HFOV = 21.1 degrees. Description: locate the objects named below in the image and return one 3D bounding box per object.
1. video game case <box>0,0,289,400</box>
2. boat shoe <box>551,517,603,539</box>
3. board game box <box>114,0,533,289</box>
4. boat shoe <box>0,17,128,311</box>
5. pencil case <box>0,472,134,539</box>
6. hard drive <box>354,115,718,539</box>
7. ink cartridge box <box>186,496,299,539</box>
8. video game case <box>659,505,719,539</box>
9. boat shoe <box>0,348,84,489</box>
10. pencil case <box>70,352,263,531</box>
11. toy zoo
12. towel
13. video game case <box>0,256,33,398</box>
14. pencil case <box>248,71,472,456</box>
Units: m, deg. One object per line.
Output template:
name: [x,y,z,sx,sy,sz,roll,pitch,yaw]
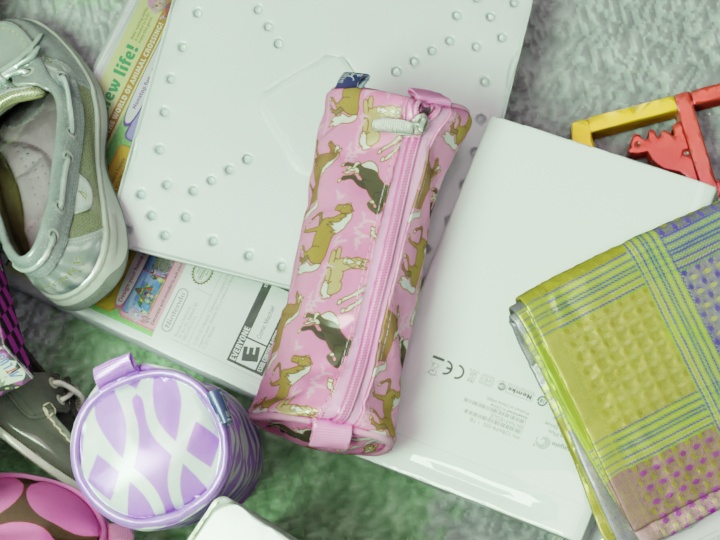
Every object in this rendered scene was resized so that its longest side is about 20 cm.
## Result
video game case: [-0.090,-0.048,1.123,0.182,0.022,0.200,24,82,8]
boat shoe: [0.149,0.086,1.052,0.070,0.071,0.200,35,94,28]
board game box: [-0.021,-0.085,1.099,0.200,0.026,0.200,14,81,5]
boat shoe: [-0.185,-0.070,1.086,0.074,0.065,0.202,-29,56,17]
pencil case: [-0.180,0.208,1.006,0.093,0.091,0.200,4,120,-20]
hard drive: [0.094,0.030,1.035,0.132,0.027,0.200,20,82,19]
ink cartridge box: [-0.022,0.192,0.976,0.144,0.200,0.084,33,82,10]
video game case: [0.249,0.199,0.990,0.182,0.023,0.200,-25,80,-3]
boat shoe: [-0.202,0.051,1.089,0.200,0.067,0.057,39,88,14]
pencil case: [-0.099,0.091,1.006,0.084,0.200,0.086,-31,82,-3]
toy zoo: [0.202,-0.039,1.098,0.200,0.020,0.131,-14,78,1]
towel: [0.186,0.040,0.999,0.200,0.023,0.144,-27,88,-10]
video game case: [-0.278,0.025,1.047,0.181,0.036,0.200,-28,46,5]
pencil case: [0.000,0.000,1.019,0.083,0.087,0.200,8,76,25]
